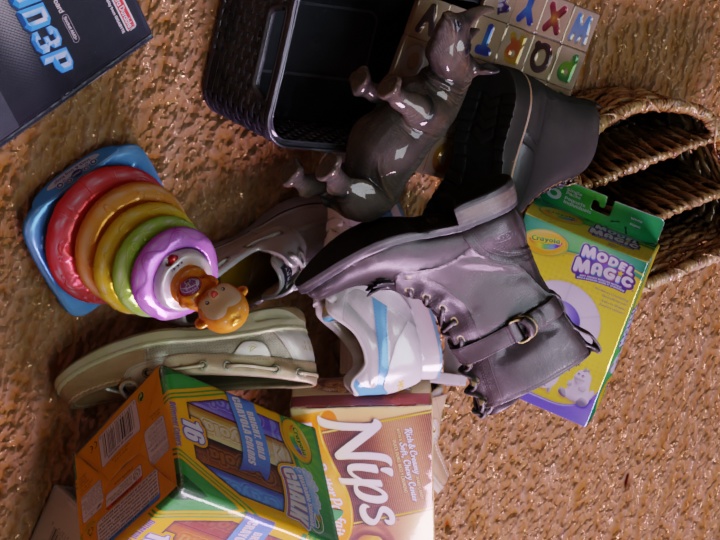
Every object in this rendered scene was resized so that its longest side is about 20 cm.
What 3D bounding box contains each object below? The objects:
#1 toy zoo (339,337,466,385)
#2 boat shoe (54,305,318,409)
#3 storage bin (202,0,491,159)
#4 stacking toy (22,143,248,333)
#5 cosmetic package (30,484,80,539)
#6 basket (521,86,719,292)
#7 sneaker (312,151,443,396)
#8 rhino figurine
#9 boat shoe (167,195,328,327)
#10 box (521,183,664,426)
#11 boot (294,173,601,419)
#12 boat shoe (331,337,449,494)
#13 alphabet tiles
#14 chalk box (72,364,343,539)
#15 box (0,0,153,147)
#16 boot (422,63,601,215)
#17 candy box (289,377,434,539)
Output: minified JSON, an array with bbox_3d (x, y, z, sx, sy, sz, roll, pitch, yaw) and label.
[{"bbox_3d":[0.049,0.030,1.511,0.200,0.020,0.132,10,80,-54],"label":"toy zoo"},{"bbox_3d":[-0.134,0.081,1.356,0.200,0.063,0.073,-12,163,-12],"label":"boat shoe"},{"bbox_3d":[-0.009,-0.169,1.371,0.199,0.094,0.136,1,110,-40],"label":"storage bin"},{"bbox_3d":[-0.145,-0.003,1.260,0.116,0.200,0.110,-38,131,-19],"label":"stacking toy"},{"bbox_3d":[-0.165,0.248,1.433,0.200,0.103,0.088,18,99,-42],"label":"cosmetic package"},{"bbox_3d":[0.252,-0.082,1.597,0.199,0.149,0.143,-19,122,-32],"label":"basket"},{"bbox_3d":[0.000,0.000,1.388,0.080,0.076,0.201,-17,88,-16],"label":"sneaker"},{"bbox_3d":[0.033,-0.120,1.312,0.200,0.060,0.087,-51,134,7],"label":"rhino figurine"},{"bbox_3d":[-0.075,-0.003,1.409,0.199,0.070,0.071,-21,122,-32],"label":"boat shoe"},{"bbox_3d":[0.179,0.025,1.515,0.048,0.117,0.201,-46,155,-61],"label":"box"},{"bbox_3d":[0.068,0.036,1.336,0.199,0.069,0.175,-21,107,5],"label":"boot"},{"bbox_3d":[0.045,0.119,1.569,0.069,0.074,0.200,-38,130,-13],"label":"boat shoe"},{"bbox_3d":[0.099,-0.150,1.403,0.200,0.008,0.168,11,103,-43],"label":"alphabet tiles"},{"bbox_3d":[-0.102,0.183,1.343,0.200,0.124,0.125,26,123,-33],"label":"chalk box"},{"bbox_3d":[-0.247,-0.199,1.184,0.159,0.046,0.200,-39,130,-20],"label":"box"},{"bbox_3d":[0.129,-0.057,1.422,0.138,0.077,0.201,7,107,-47],"label":"boot"},{"bbox_3d":[0.003,0.187,1.452,0.115,0.055,0.201,-2,113,0],"label":"candy box"}]
